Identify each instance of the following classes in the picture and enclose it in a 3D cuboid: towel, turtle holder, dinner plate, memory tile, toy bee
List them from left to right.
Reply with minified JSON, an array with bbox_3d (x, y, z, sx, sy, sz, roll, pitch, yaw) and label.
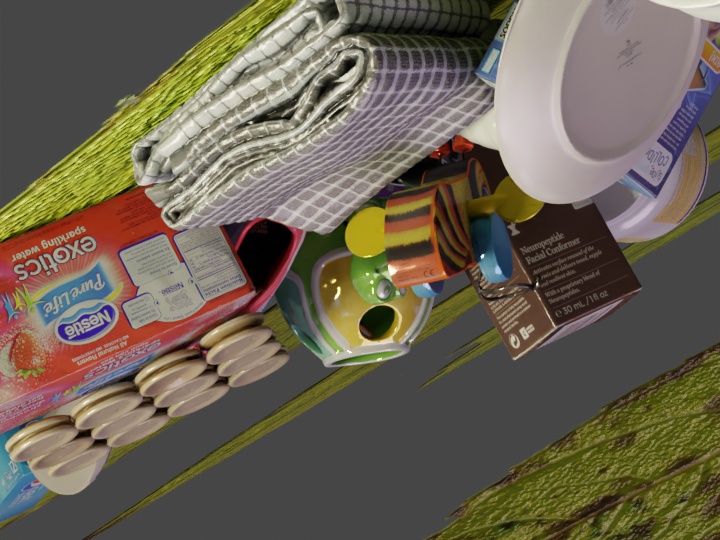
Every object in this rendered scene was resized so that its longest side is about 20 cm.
[{"bbox_3d":[-0.147,0.090,1.215,0.199,0.017,0.153,-26,167,0],"label":"memory tile"},{"bbox_3d":[-0.022,-0.092,1.043,0.200,0.086,0.165,-35,167,33],"label":"towel"},{"bbox_3d":[0.007,0.001,1.326,0.140,0.132,0.185,-1,169,-38],"label":"turtle holder"},{"bbox_3d":[0.053,-0.037,1.131,0.130,0.109,0.200,-11,173,-1],"label":"toy bee"},{"bbox_3d":[0.154,-0.130,1.021,0.200,0.024,0.201,-26,129,-36],"label":"dinner plate"}]

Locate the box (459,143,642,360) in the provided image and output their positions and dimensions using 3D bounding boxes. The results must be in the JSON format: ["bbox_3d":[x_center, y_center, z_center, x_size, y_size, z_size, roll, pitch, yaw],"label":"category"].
[{"bbox_3d":[0.124,-0.043,1.352,0.100,0.201,0.075,-22,166,-33],"label":"box"}]

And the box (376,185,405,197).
[{"bbox_3d":[0.004,-0.036,1.526,0.136,0.039,0.200,-28,170,0],"label":"box"}]

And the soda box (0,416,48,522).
[{"bbox_3d":[-0.333,0.187,1.656,0.068,0.064,0.200,-23,169,-32],"label":"soda box"}]

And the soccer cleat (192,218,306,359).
[{"bbox_3d":[-0.102,0.023,1.259,0.200,0.068,0.073,-56,-167,17],"label":"soccer cleat"}]

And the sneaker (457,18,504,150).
[{"bbox_3d":[0.118,-0.166,1.135,0.200,0.074,0.115,-49,-148,-14],"label":"sneaker"}]

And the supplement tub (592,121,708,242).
[{"bbox_3d":[0.216,-0.097,1.492,0.145,0.146,0.200,-32,169,18],"label":"supplement tub"}]

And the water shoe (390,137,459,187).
[{"bbox_3d":[0.043,-0.094,1.228,0.199,0.079,0.071,-19,167,-43],"label":"water shoe"}]

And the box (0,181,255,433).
[{"bbox_3d":[-0.183,0.023,1.140,0.199,0.100,0.095,-25,169,-23],"label":"box"}]

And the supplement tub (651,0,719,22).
[{"bbox_3d":[0.228,-0.213,0.943,0.200,0.145,0.145,-17,165,-48],"label":"supplement tub"}]

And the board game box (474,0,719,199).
[{"bbox_3d":[0.163,-0.139,1.072,0.200,0.034,0.136,28,91,-52],"label":"board game box"}]

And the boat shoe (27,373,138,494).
[{"bbox_3d":[-0.224,0.119,1.509,0.093,0.075,0.200,-44,176,-43],"label":"boat shoe"}]
